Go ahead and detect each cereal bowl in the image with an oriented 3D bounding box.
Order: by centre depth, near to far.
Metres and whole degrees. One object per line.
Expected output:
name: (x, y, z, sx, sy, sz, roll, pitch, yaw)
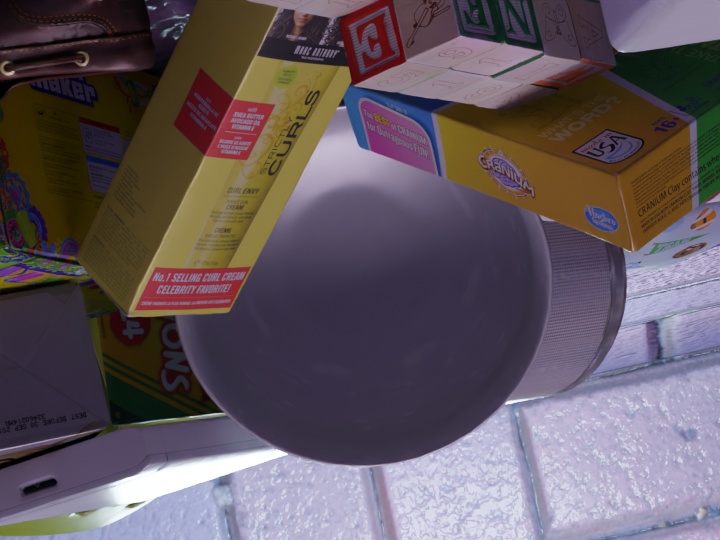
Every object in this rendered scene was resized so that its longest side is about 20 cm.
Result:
cereal bowl: (0.000, 0.000, 1.009, 0.199, 0.201, 0.083, -12, -165, 1)

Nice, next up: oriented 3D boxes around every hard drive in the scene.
hard drive: (-0.125, 0.109, 1.038, 0.131, 0.027, 0.200, -20, 172, 21)

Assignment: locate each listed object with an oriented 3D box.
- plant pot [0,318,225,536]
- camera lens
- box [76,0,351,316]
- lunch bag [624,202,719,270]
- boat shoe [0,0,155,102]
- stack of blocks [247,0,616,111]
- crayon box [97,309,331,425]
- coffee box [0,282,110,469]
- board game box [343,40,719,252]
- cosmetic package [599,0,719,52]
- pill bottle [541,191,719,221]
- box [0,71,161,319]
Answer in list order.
plant pot: (-0.197, 0.070, 1.374, 0.181, 0.201, 0.199, -24, 165, 21)
camera lens: (0.058, 0.010, 1.197, 0.199, 0.161, 0.160, -6, 168, -41)
box: (-0.058, -0.072, 0.884, 0.075, 0.050, 0.200, 0, 127, -49)
lunch bag: (0.183, -0.055, 1.325, 0.169, 0.124, 0.200, -7, 161, -37)
boat shoe: (-0.186, -0.092, 0.840, 0.199, 0.071, 0.070, -14, -170, 22)
stack of blocks: (0.016, -0.135, 0.749, 0.058, 0.116, 0.200, -20, 166, 36)
crayon box: (-0.067, 0.019, 1.114, 0.199, 0.128, 0.051, -9, 178, 32)
coffee box: (-0.214, 0.073, 1.009, 0.113, 0.080, 0.200, -10, 170, -21)
board game box: (0.108, -0.088, 0.878, 0.153, 0.040, 0.200, -35, -146, -24)
cosmetic package: (0.171, -0.179, 0.559, 0.199, 0.166, 0.165, -10, 169, -16)
pill bottle: (0.150, -0.090, 1.131, 0.199, 0.114, 0.113, -8, 168, -23)
box: (-0.217, -0.033, 0.996, 0.192, 0.123, 0.200, -16, 169, 21)
